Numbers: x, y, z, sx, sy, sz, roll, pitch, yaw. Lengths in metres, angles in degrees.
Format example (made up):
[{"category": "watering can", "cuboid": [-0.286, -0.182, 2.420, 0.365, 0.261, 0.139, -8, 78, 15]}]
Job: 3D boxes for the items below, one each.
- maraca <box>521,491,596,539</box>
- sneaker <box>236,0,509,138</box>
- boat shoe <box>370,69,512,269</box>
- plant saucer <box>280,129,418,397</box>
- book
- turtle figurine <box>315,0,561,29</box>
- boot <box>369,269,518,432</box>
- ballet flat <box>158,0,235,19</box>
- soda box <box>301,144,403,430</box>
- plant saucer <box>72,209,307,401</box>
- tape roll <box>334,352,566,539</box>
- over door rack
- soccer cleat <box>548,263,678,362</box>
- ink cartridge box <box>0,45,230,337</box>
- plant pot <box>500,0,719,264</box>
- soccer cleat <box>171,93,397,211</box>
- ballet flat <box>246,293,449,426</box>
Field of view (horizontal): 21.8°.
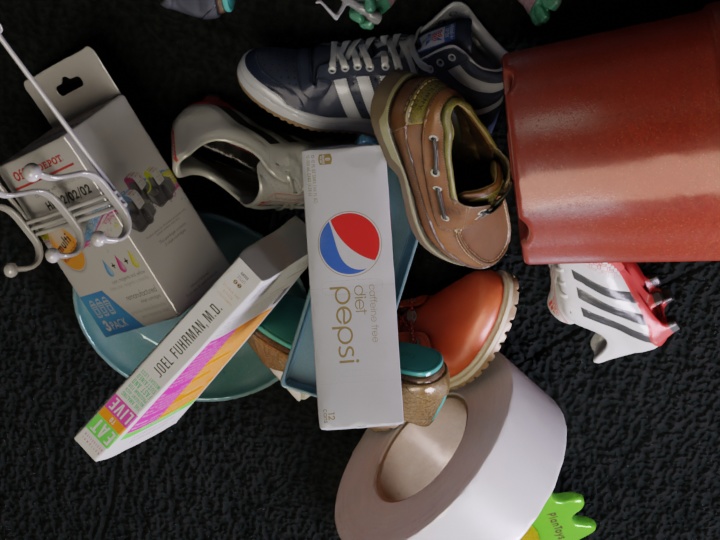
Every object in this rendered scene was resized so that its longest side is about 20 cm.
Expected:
[{"category": "maraca", "cuboid": [0.105, 0.237, 1.633, 0.198, 0.108, 0.137, -17, 142, 11]}, {"category": "sneaker", "cuboid": [0.016, -0.151, 1.365, 0.198, 0.071, 0.109, 15, 133, -13]}, {"category": "boat shoe", "cuboid": [0.072, -0.060, 1.342, 0.068, 0.072, 0.200, 18, 157, 36]}, {"category": "plant saucer", "cuboid": [0.000, 0.000, 1.404, 0.069, 0.019, 0.202, 18, 88, -10]}, {"category": "book", "cuboid": [-0.119, 0.053, 1.399, 0.048, 0.134, 0.200, 45, 111, 3]}, {"category": "turtle figurine", "cuboid": [0.054, -0.238, 1.277, 0.198, 0.102, 0.150, 10, 145, -20]}, {"category": "boot", "cuboid": [0.036, 0.054, 1.507, 0.107, 0.076, 0.200, 30, 126, -32]}, {"category": "ballet flat", "cuboid": [-0.125, -0.265, 1.300, 0.072, 0.073, 0.201, 4, 130, 4]}, {"category": "soda box", "cuboid": [-0.006, 0.012, 1.356, 0.063, 0.068, 0.202, -4, 90, 0]}, {"category": "plant saucer", "cuboid": [-0.137, 0.022, 1.542, 0.198, 0.036, 0.202, 3, 127, 4]}, {"category": "tape roll", "cuboid": [0.071, 0.163, 1.521, 0.071, 0.203, 0.202, 40, 123, -23]}, {"category": "over door rack", "cuboid": [-0.261, -0.093, 1.337, 0.147, 0.066, 0.201, -13, 107, 50]}, {"category": "soccer cleat", "cuboid": [0.173, -0.004, 1.454, 0.085, 0.069, 0.200, -26, 125, 20]}, {"category": "ink cartridge box", "cuboid": [-0.198, -0.056, 1.413, 0.115, 0.068, 0.201, -16, 109, 51]}, {"category": "plant pot", "cuboid": [0.200, -0.089, 1.297, 0.193, 0.202, 0.202, -6, 127, 5]}, {"category": "soccer cleat", "cuboid": [-0.052, -0.073, 1.426, 0.198, 0.086, 0.069, 19, 128, -7]}, {"category": "ballet flat", "cuboid": [-0.019, 0.076, 1.467, 0.198, 0.068, 0.073, 17, 124, 24]}]
